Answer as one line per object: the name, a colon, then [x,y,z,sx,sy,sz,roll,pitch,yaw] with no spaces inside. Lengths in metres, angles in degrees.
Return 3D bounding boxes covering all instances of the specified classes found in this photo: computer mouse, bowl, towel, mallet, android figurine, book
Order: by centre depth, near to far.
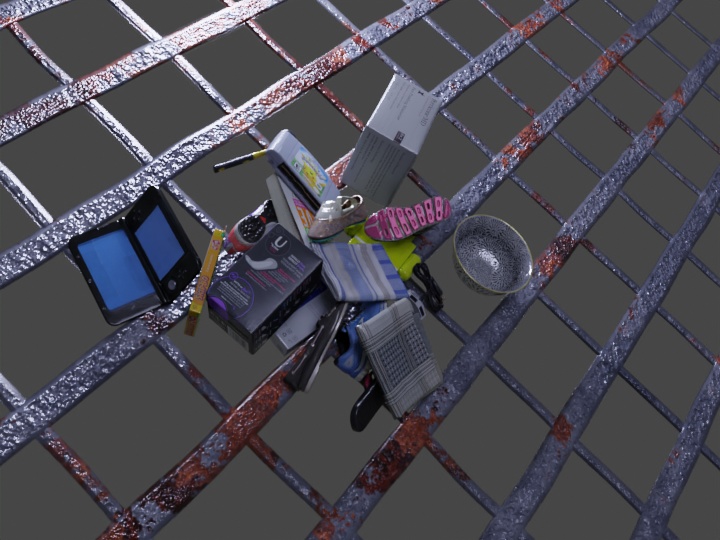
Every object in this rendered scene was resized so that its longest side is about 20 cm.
towel: [0.085,0.164,1.416,0.199,0.034,0.195,-24,90,-54]
towel: [0.000,0.000,1.464,0.198,0.024,0.148,1,50,-41]
computer mouse: [0.100,0.080,1.533,0.200,0.044,0.111,-43,107,-35]
book: [-0.117,-0.101,1.533,0.133,0.048,0.203,11,51,-54]
mallet: [-0.228,-0.258,1.592,0.198,0.066,0.041,-21,66,-31]
android figurine: [0.043,-0.048,1.597,0.181,0.041,0.200,40,51,4]
bowl: [0.279,-0.016,1.643,0.197,0.094,0.204,11,56,-17]

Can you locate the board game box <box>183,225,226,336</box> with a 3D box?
board game box: [-0.292,0.015,1.378,0.029,0.096,0.203,19,55,-9]

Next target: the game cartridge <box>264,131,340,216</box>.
game cartridge: [-0.118,-0.203,1.563,0.200,0.040,0.134,49,22,-18]

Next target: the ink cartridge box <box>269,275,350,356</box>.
ink cartridge box: [-0.107,0.076,1.456,0.199,0.039,0.100,-34,76,-33]

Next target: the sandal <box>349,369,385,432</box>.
sandal: [0.024,0.229,1.401,0.044,0.076,0.200,6,32,33]

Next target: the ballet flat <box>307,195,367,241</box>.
ballet flat: [-0.050,-0.114,1.491,0.067,0.069,0.199,5,19,26]

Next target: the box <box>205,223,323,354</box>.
box: [-0.178,0.034,1.361,0.122,0.107,0.200,38,64,12]

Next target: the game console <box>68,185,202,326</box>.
game console: [-0.417,-0.031,1.346,0.116,0.176,0.202,-6,59,-58]

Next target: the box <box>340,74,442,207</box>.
box: [0.070,-0.293,1.658,0.129,0.201,0.201,28,53,-3]

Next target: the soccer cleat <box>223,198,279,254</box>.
soccer cleat: [-0.208,-0.092,1.505,0.069,0.073,0.200,54,35,-5]

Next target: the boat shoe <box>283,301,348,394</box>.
boat shoe: [-0.083,0.133,1.387,0.056,0.067,0.203,25,75,2]

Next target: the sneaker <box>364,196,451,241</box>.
sneaker: [0.100,-0.104,1.597,0.197,0.087,0.075,-19,82,-12]

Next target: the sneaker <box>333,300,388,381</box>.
sneaker: [-0.004,0.114,1.452,0.088,0.079,0.202,24,54,-10]
